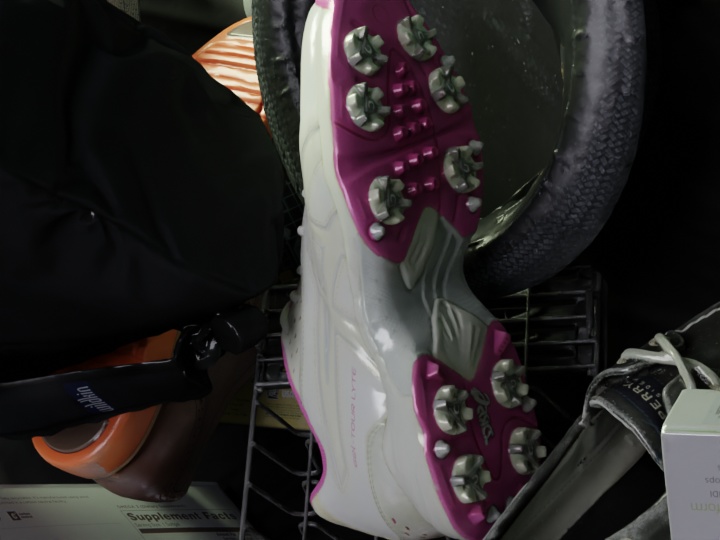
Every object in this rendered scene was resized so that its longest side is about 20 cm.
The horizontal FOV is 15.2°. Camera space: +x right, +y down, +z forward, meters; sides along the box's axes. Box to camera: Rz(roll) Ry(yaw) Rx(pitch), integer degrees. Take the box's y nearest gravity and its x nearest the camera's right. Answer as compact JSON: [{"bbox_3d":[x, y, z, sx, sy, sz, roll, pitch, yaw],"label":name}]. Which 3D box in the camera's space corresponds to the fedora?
[{"bbox_3d":[0.050,-0.090,1.003,0.200,0.091,0.201,4,96,40],"label":"fedora"}]

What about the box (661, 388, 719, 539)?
[{"bbox_3d":[0.173,0.135,0.836,0.144,0.036,0.201,0,113,22],"label":"box"}]

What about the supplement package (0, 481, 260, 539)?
[{"bbox_3d":[-0.126,0.195,1.089,0.111,0.156,0.200,48,116,31],"label":"supplement package"}]

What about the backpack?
[{"bbox_3d":[-0.133,-0.022,0.990,0.200,0.167,0.127,-25,37,50],"label":"backpack"}]

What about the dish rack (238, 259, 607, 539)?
[{"bbox_3d":[0.024,0.087,1.000,0.153,0.055,0.201,-3,66,16],"label":"dish rack"}]

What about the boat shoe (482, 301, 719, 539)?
[{"bbox_3d":[0.110,0.057,0.909,0.200,0.064,0.071,-50,40,-9],"label":"boat shoe"}]

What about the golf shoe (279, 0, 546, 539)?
[{"bbox_3d":[0.000,0.000,0.945,0.091,0.075,0.201,-15,83,44],"label":"golf shoe"}]

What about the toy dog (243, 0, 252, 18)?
[{"bbox_3d":[-0.066,-0.195,1.114,0.132,0.096,0.200,-54,55,24],"label":"toy dog"}]

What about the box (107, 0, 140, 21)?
[{"bbox_3d":[-0.154,-0.033,1.118,0.136,0.040,0.201,-3,93,20],"label":"box"}]

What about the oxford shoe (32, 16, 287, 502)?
[{"bbox_3d":[-0.063,-0.005,1.071,0.071,0.073,0.201,15,77,43],"label":"oxford shoe"}]

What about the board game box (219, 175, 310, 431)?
[{"bbox_3d":[-0.053,-0.003,1.125,0.200,0.035,0.136,3,88,41],"label":"board game box"}]
